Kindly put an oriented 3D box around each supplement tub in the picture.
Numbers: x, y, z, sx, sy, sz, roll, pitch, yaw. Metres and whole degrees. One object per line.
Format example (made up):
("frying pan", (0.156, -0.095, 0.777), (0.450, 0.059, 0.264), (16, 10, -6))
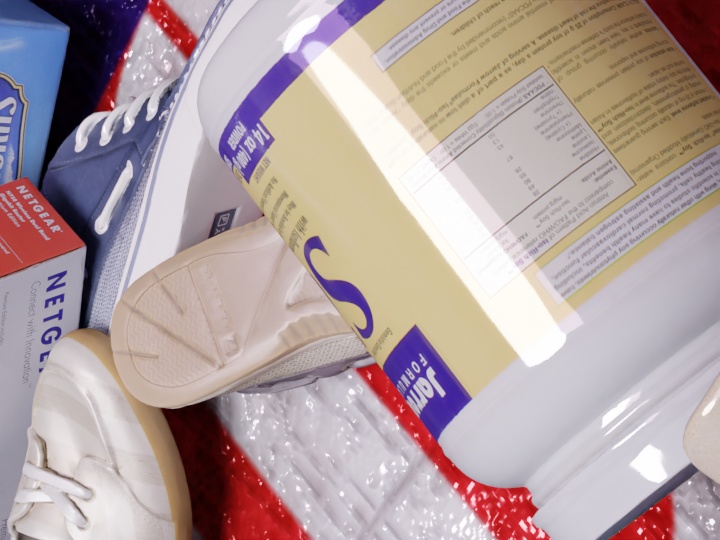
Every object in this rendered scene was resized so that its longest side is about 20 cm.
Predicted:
("supplement tub", (0.057, -0.020, 0.935), (0.200, 0.145, 0.145), (53, 127, 9))

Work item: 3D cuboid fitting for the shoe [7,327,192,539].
("shoe", (-0.107, 0.123, 1.152), (0.070, 0.053, 0.201), (13, 116, 42))

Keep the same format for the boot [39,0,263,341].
("boot", (-0.080, -0.050, 1.137), (0.090, 0.073, 0.201), (39, 118, 30))

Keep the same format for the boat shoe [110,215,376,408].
("boat shoe", (0.000, 0.000, 1.068), (0.199, 0.065, 0.072), (-25, 80, 23))

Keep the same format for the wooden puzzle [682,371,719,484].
("wooden puzzle", (0.214, 0.020, 0.771), (0.185, 0.037, 0.200), (32, 104, 0))

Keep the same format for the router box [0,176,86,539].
("router box", (-0.206, 0.074, 1.153), (0.049, 0.179, 0.201), (47, 144, 32))

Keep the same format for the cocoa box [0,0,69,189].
("cocoa box", (-0.233, -0.077, 1.224), (0.200, 0.131, 0.134), (34, 115, 52))
